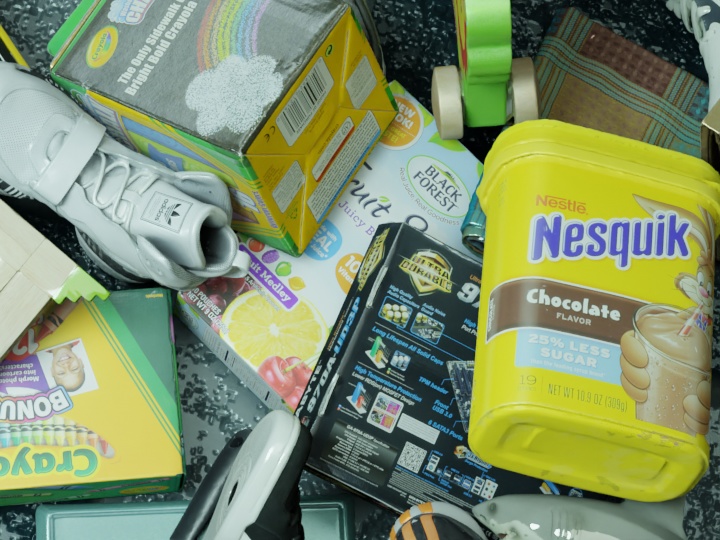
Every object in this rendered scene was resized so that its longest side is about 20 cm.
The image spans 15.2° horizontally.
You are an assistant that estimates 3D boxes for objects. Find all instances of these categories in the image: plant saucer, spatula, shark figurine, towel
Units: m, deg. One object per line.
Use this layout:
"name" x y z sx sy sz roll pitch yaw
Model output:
"plant saucer" -0.100 0.174 1.667 0.198 0.019 0.070 -2 75 -5
"spatula" -0.123 0.176 1.640 0.056 0.021 0.200 16 60 43
"shark figurine" 0.188 0.168 1.611 0.214 0.128 0.090 30 71 -22
"towel" 0.157 -0.064 1.718 0.146 0.022 0.201 28 58 -5

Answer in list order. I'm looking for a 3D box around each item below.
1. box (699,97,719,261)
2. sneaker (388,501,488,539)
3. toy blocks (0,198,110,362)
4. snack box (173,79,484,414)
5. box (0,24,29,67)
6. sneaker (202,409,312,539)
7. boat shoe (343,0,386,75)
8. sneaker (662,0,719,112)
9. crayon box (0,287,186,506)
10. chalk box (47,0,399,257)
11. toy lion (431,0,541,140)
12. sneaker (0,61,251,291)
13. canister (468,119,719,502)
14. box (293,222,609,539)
"box" 0.278 -0.118 1.700 0.021 0.164 0.200 31 70 25
"sneaker" 0.090 0.232 1.596 0.078 0.112 0.200 -44 109 11
"toy blocks" -0.267 0.001 1.602 0.200 0.100 0.137 40 87 -3
"snack box" 0.000 0.000 1.703 0.142 0.053 0.200 44 75 5
"box" -0.305 -0.095 1.657 0.200 0.049 0.160 -39 120 -13
"sneaker" -0.041 0.179 1.609 0.111 0.073 0.201 21 118 -8
"boat shoe" -0.041 -0.199 1.748 0.068 0.057 0.201 -30 80 -12
"sneaker" 0.214 -0.178 1.754 0.129 0.080 0.200 12 72 5
"crayon box" -0.211 0.081 1.658 0.198 0.058 0.120 -5 76 -7
"chalk box" -0.100 -0.118 1.669 0.199 0.124 0.125 25 71 29
"toy lion" 0.071 -0.190 1.660 0.068 0.192 0.201 -5 52 1
"sneaker" -0.148 -0.055 1.603 0.200 0.115 0.075 44 69 -39
"canister" 0.139 0.025 1.591 0.148 0.087 0.201 14 55 -10
"box" 0.070 0.085 1.654 0.199 0.046 0.160 27 81 -17
